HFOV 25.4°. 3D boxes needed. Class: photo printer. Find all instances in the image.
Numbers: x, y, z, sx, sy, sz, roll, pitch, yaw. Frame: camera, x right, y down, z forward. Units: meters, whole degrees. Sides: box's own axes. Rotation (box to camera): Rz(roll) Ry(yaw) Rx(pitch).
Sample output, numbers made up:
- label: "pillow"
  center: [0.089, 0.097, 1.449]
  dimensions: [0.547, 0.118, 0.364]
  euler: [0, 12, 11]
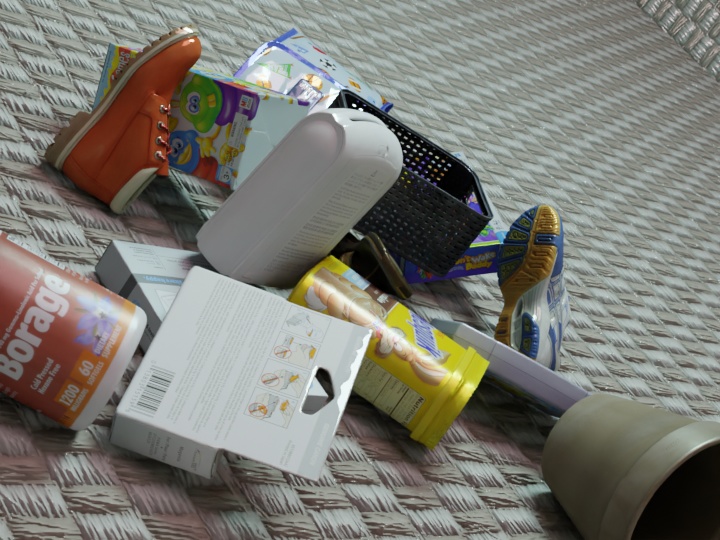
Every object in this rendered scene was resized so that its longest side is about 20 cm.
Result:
- label: "photo printer"
  center: [-0.050, -0.074, 1.567]
  dimensions: [0.069, 0.200, 0.166]
  euler: [48, 14, 19]

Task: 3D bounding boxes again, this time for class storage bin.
- label: "storage bin"
  center: [0.036, -0.097, 1.779]
  dimensions: [0.200, 0.094, 0.135]
  euler: [29, 23, -22]

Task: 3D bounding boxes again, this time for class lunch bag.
- label: "lunch bag"
  center: [-0.070, -0.196, 1.950]
  dimensions: [0.170, 0.124, 0.200]
  euler: [37, 26, 3]

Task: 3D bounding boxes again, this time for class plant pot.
- label: "plant pot"
  center: [0.278, 0.213, 1.602]
  dimensions: [0.200, 0.201, 0.173]
  euler: [12, 17, -42]

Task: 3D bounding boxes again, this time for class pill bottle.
- label: "pill bottle"
  center: [-0.280, 0.035, 1.260]
  dimensions: [0.200, 0.112, 0.112]
  euler: [29, 24, -12]

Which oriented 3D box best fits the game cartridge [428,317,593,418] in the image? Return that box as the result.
- label: "game cartridge"
  center: [0.169, 0.113, 1.728]
  dimensions: [0.200, 0.041, 0.133]
  euler: [29, -9, -14]

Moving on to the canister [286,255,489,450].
- label: "canister"
  center: [0.020, 0.077, 1.597]
  dimensions: [0.200, 0.087, 0.149]
  euler: [35, 15, 3]

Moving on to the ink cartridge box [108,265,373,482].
- label: "ink cartridge box"
  center: [-0.097, 0.096, 1.359]
  dimensions: [0.173, 0.044, 0.200]
  euler: [20, 40, 2]

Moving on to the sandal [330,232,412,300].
- label: "sandal"
  center: [0.000, 0.000, 1.713]
  dimensions: [0.082, 0.055, 0.200]
  euler: [56, -12, -18]

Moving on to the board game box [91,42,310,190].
- label: "board game box"
  center: [-0.171, -0.160, 1.680]
  dimensions: [0.200, 0.103, 0.105]
  euler: [21, 10, 27]

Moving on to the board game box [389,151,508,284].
- label: "board game box"
  center: [0.090, -0.067, 1.942]
  dimensions: [0.134, 0.045, 0.200]
  euler: [-7, 38, -14]

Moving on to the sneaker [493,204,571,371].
- label: "sneaker"
  center: [0.207, 0.026, 1.860]
  dimensions: [0.075, 0.201, 0.088]
  euler: [8, -4, 41]

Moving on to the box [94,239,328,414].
- label: "box"
  center: [-0.140, 0.058, 1.490]
  dimensions: [0.156, 0.041, 0.200]
  euler: [9, 36, -44]

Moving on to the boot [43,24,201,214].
- label: "boot"
  center: [-0.212, -0.151, 1.605]
  dimensions: [0.107, 0.200, 0.075]
  euler: [43, 6, 5]
